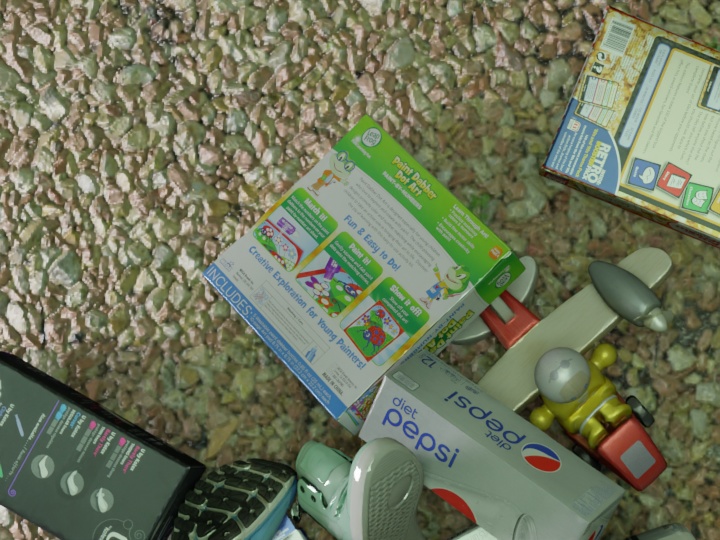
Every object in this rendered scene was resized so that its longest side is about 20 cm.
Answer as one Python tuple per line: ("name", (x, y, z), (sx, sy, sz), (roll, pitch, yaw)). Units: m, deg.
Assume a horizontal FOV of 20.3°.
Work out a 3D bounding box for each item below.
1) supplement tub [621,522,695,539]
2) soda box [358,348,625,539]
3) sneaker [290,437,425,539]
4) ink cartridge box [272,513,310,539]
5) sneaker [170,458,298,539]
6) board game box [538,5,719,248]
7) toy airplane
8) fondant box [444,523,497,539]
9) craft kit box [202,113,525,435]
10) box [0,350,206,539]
("supplement tub", (0.181, 0.284, 1.574), (0.199, 0.123, 0.123), (-19, 85, -1))
("soda box", (0.100, 0.150, 1.561), (0.200, 0.063, 0.068), (36, 125, 18))
("sneaker", (-0.013, 0.168, 1.577), (0.118, 0.201, 0.074), (37, 67, 23))
("ink cartridge box", (-0.061, 0.303, 1.682), (0.119, 0.042, 0.200), (-35, 86, 0))
("sneaker", (-0.115, 0.242, 1.641), (0.078, 0.090, 0.200), (19, 64, 40))
("board game box", (0.271, -0.114, 1.695), (0.200, 0.046, 0.152), (23, 87, 4))
("toy airplane", (0.156, 0.075, 1.638), (0.198, 0.141, 0.201), (4, 86, 4))
("fondant box", (0.137, 0.301, 1.663), (0.144, 0.058, 0.200), (-29, 86, 0))
("craft kit box", (0.000, 0.000, 1.659), (0.198, 0.049, 0.200), (-45, 57, 1))
("box", (-0.243, 0.158, 1.660), (0.200, 0.122, 0.106), (29, 87, 5))
